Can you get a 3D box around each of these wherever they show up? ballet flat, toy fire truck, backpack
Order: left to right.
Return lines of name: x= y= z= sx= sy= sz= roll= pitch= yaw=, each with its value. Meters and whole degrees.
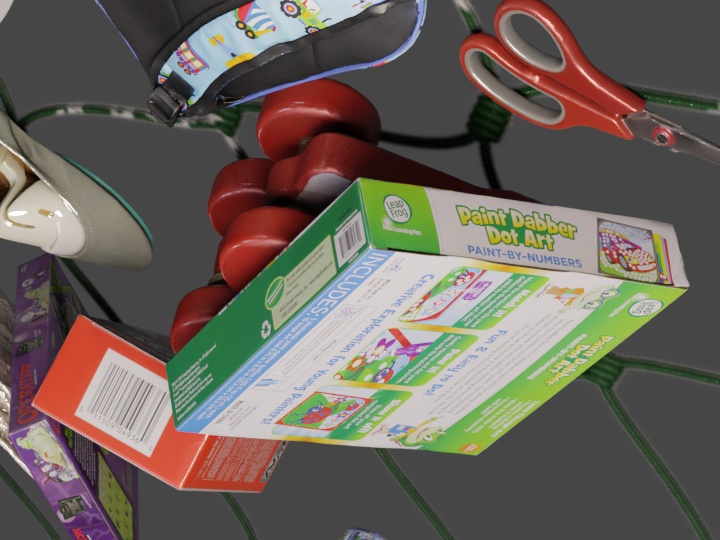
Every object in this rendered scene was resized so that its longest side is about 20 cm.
ballet flat: x=-0.210 y=-0.054 z=1.683 sx=0.200 sy=0.064 sz=0.067 roll=43 pitch=142 yaw=-8
backpack: x=-0.044 y=-0.178 z=1.363 sx=0.199 sy=0.135 sz=0.183 roll=-9 pitch=123 yaw=44
toy fire truck: x=0.000 y=0.000 z=1.550 sx=0.167 sy=0.113 sz=0.200 roll=22 pitch=145 yaw=-11

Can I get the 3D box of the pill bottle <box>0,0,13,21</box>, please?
pill bottle: x=-0.288 y=-0.179 z=1.575 sx=0.199 sy=0.116 sz=0.116 roll=8 pitch=134 yaw=32

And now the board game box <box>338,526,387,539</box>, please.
board game box: x=-0.002 y=0.300 z=1.772 sx=0.061 sy=0.200 sz=0.201 roll=4 pitch=132 yaw=36

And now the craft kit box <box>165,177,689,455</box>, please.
craft kit box: x=0.032 y=0.029 z=1.480 sx=0.197 sy=0.049 sz=0.200 roll=10 pitch=146 yaw=-32

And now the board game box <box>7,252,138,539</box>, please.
board game box: x=-0.167 y=0.086 z=1.703 sx=0.032 sy=0.200 sz=0.121 roll=-20 pitch=117 yaw=6

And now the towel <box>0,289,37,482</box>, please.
towel: x=-0.230 y=0.043 z=1.759 sx=0.034 sy=0.133 sz=0.200 roll=-38 pitch=105 yaw=12

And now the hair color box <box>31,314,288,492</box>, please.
hair color box: x=-0.106 y=0.079 z=1.652 sx=0.101 sy=0.061 sz=0.200 roll=28 pitch=180 yaw=11

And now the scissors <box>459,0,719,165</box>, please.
scissors: x=0.139 y=-0.070 z=1.433 sx=0.199 sy=0.014 sz=0.073 roll=33 pitch=140 yaw=5
